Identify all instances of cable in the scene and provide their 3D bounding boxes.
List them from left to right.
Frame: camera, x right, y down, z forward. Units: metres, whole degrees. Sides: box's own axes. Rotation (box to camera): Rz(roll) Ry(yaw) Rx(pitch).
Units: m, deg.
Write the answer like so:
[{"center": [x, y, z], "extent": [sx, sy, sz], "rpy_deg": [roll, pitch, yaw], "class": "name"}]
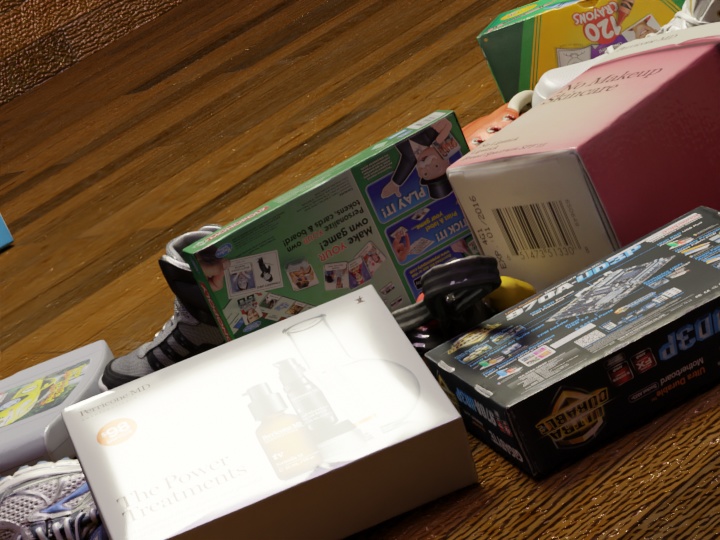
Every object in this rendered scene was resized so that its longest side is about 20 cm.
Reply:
[{"center": [0.051, 0.012, 1.374], "extent": [0.097, 0.051, 0.200], "rpy_deg": [-7, -15, 10], "class": "cable"}]

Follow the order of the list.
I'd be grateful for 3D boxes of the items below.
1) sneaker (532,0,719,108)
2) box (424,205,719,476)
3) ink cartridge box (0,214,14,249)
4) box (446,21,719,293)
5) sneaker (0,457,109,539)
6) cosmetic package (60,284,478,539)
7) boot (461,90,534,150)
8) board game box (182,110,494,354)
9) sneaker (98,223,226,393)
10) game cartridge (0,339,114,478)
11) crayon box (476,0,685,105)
[{"center": [0.220, -0.165, 1.609], "extent": [0.199, 0.116, 0.074], "rpy_deg": [-6, 33, -7], "class": "sneaker"}, {"center": [0.150, 0.035, 1.287], "extent": [0.200, 0.046, 0.159], "rpy_deg": [-28, 15, -10], "class": "box"}, {"center": [-0.498, -0.019, 2.459], "extent": [0.200, 0.086, 0.146], "rpy_deg": [-31, 16, -26], "class": "ink cartridge box"}, {"center": [0.176, -0.070, 1.486], "extent": [0.200, 0.109, 0.128], "rpy_deg": [-36, 18, -36], "class": "box"}, {"center": [-0.156, 0.151, 1.334], "extent": [0.199, 0.077, 0.085], "rpy_deg": [-24, 19, 6], "class": "sneaker"}, {"center": [-0.054, 0.097, 1.272], "extent": [0.199, 0.052, 0.151], "rpy_deg": [-22, 32, -9], "class": "cosmetic package"}, {"center": [0.086, -0.076, 1.679], "extent": [0.107, 0.075, 0.200], "rpy_deg": [-35, 8, 30], "class": "boot"}, {"center": [0.000, 0.000, 1.480], "extent": [0.200, 0.135, 0.029], "rpy_deg": [-29, 15, -16], "class": "board game box"}, {"center": [-0.121, 0.032, 1.606], "extent": [0.200, 0.114, 0.075], "rpy_deg": [-14, 18, 37], "class": "sneaker"}, {"center": [-0.248, 0.113, 1.691], "extent": [0.133, 0.041, 0.200], "rpy_deg": [-18, 16, 12], "class": "game cartridge"}, {"center": [0.206, -0.167, 1.756], "extent": [0.199, 0.119, 0.058], "rpy_deg": [-17, 16, 28], "class": "crayon box"}]
